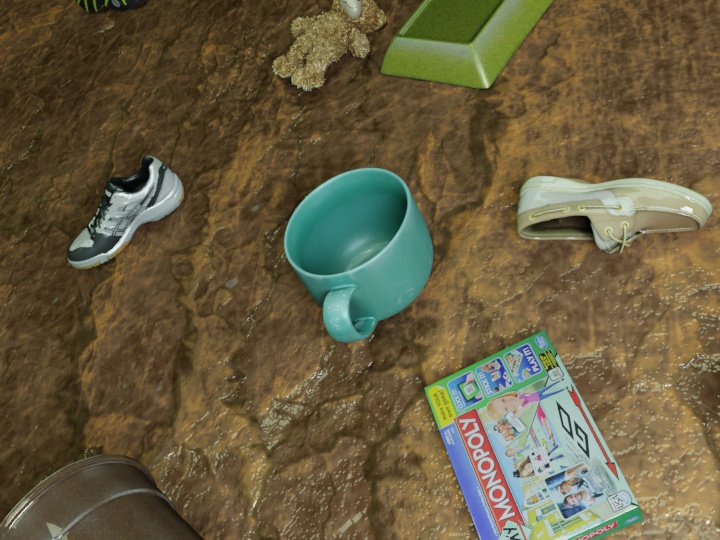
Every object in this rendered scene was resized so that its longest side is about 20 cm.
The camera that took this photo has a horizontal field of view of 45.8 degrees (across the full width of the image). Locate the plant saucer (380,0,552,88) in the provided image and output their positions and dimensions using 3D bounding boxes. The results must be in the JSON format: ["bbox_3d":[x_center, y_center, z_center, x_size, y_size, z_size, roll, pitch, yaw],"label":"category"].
[{"bbox_3d":[0.145,-0.355,1.214,0.198,0.048,0.201,19,63,39],"label":"plant saucer"}]

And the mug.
[{"bbox_3d":[-0.004,-0.007,0.942,0.151,0.115,0.186,24,66,40],"label":"mug"}]

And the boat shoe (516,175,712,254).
[{"bbox_3d":[0.255,-0.052,0.876,0.197,0.074,0.067,6,67,35],"label":"boat shoe"}]

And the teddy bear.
[{"bbox_3d":[-0.051,-0.360,1.315,0.199,0.067,0.146,-34,46,-1],"label":"teddy bear"}]

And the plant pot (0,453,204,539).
[{"bbox_3d":[-0.194,0.297,0.738,0.196,0.201,0.201,24,65,32],"label":"plant pot"}]

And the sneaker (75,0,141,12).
[{"bbox_3d":[-0.521,-0.595,1.782,0.197,0.076,0.077,11,58,34],"label":"sneaker"}]

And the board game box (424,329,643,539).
[{"bbox_3d":[0.148,0.161,0.770,0.133,0.029,0.201,-26,44,6],"label":"board game box"}]

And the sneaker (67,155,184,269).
[{"bbox_3d":[-0.355,-0.089,1.232,0.199,0.088,0.076,-41,46,-7],"label":"sneaker"}]
